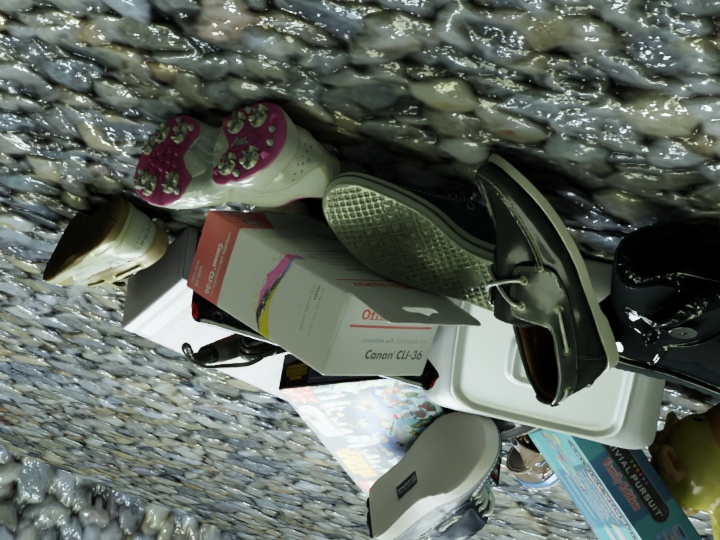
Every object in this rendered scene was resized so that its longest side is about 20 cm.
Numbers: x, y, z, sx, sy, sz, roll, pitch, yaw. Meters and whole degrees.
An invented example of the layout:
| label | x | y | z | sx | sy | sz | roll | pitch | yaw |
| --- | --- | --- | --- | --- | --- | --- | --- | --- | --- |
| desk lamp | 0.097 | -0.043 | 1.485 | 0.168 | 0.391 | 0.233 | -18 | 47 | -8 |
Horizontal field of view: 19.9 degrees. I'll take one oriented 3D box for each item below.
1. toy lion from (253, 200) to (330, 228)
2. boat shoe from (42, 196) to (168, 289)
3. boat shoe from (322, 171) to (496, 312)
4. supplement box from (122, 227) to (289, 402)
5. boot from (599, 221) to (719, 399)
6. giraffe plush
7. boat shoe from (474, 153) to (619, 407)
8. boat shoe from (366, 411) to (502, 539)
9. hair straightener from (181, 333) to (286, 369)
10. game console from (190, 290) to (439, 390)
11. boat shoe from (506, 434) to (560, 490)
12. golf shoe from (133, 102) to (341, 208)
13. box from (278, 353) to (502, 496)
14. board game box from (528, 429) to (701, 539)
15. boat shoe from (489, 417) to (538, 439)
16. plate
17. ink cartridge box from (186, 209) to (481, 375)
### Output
| label | x | y | z | sx | sy | sz | roll | pitch | yaw |
| --- | --- | --- | --- | --- | --- | --- | --- | --- | --- |
| toy lion | 0.000 | 0.000 | 1.718 | 0.190 | 0.069 | 0.200 | 10 | 165 | -1 |
| boat shoe | -0.236 | -0.013 | 1.896 | 0.066 | 0.075 | 0.200 | 29 | 162 | -20 |
| boat shoe | 0.059 | -0.026 | 1.513 | 0.199 | 0.063 | 0.075 | 22 | 131 | -21 |
| supplement box | -0.109 | 0.045 | 1.914 | 0.199 | 0.061 | 0.109 | 27 | 138 | -28 |
| boot | 0.267 | 0.033 | 1.476 | 0.198 | 0.077 | 0.168 | 10 | 160 | 0 |
| giraffe plush | 0.335 | 0.186 | 1.829 | 0.162 | 0.200 | 0.173 | 48 | 168 | 1 |
| boat shoe | 0.122 | 0.009 | 1.457 | 0.072 | 0.067 | 0.201 | 37 | 156 | 55 |
| boat shoe | 0.089 | 0.185 | 1.817 | 0.092 | 0.075 | 0.200 | 10 | 150 | -29 |
| hair straightener | -0.071 | 0.051 | 1.812 | 0.199 | 0.041 | 0.077 | -13 | -172 | -39 |
| game console | -0.040 | 0.050 | 1.640 | 0.198 | 0.031 | 0.177 | 16 | 179 | -5 |
| boat shoe | 0.191 | 0.163 | 2.051 | 0.072 | 0.073 | 0.200 | 27 | 153 | -16 |
| golf shoe | -0.095 | -0.072 | 1.538 | 0.091 | 0.076 | 0.199 | 25 | 165 | -35 |
| box | 0.030 | 0.136 | 1.845 | 0.136 | 0.040 | 0.200 | -7 | 143 | 25 |
| board game box | 0.222 | 0.188 | 1.821 | 0.152 | 0.047 | 0.200 | 56 | 173 | 4 |
| boat shoe | 0.143 | 0.093 | 1.741 | 0.062 | 0.073 | 0.199 | -8 | 163 | -44 |
| plate | 0.148 | 0.066 | 1.639 | 0.198 | 0.032 | 0.201 | 13 | 136 | 9 |
| ink cartridge box | -0.020 | 0.024 | 1.530 | 0.199 | 0.068 | 0.116 | 30 | -162 | 39 |
